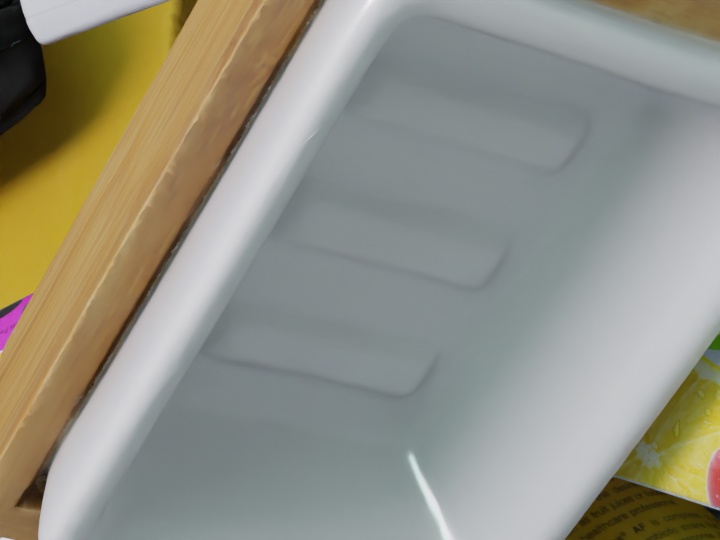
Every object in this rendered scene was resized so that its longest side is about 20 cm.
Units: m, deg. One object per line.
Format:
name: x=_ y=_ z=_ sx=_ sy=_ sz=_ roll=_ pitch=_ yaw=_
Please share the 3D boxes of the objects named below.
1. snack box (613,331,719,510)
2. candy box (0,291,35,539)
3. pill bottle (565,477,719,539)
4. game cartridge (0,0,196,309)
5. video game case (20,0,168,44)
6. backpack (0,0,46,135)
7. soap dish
snack box: x=0.091 y=-0.014 z=0.699 sx=0.199 sy=0.053 sz=0.143 roll=14 pitch=98 yaw=44
candy box: x=-0.076 y=0.098 z=0.741 sx=0.136 sy=0.061 sz=0.201 roll=-25 pitch=47 yaw=31
pill bottle: x=0.071 y=0.117 z=0.778 sx=0.113 sy=0.113 sz=0.200 roll=-46 pitch=55 yaw=-2
game cartridge: x=-0.138 y=0.004 z=0.946 sx=0.175 sy=0.032 sz=0.201 roll=-12 pitch=60 yaw=21
video game case: x=0.011 y=-0.131 z=0.837 sx=0.181 sy=0.200 sz=0.023 roll=-16 pitch=102 yaw=27
backpack: x=-0.212 y=-0.078 z=0.907 sx=0.199 sy=0.167 sz=0.127 roll=-28 pitch=50 yaw=4
soap dish: x=0.008 y=-0.005 z=0.645 sx=0.200 sy=0.157 sz=0.081 roll=-57 pitch=37 yaw=29
